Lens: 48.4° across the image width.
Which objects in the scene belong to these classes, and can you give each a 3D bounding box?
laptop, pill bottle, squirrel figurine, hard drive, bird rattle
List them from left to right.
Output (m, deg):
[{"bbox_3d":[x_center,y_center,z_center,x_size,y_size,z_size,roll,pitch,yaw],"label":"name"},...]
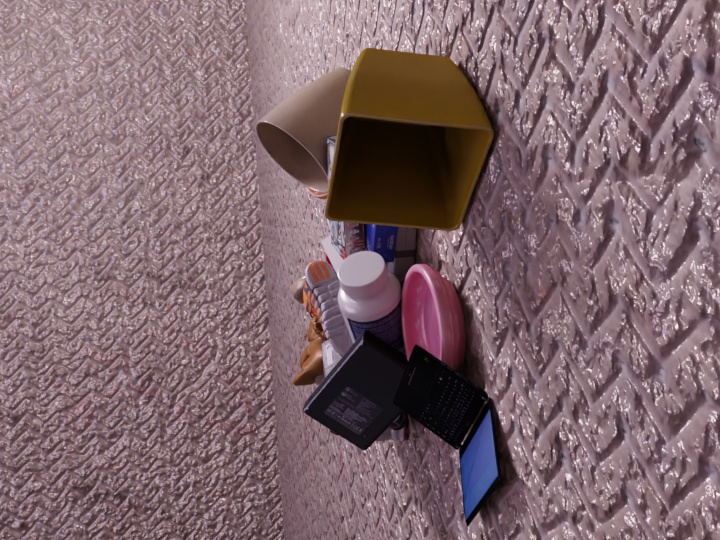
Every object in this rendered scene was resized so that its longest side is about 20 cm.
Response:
[{"bbox_3d":[-0.078,0.026,1.819,0.114,0.161,0.200,64,172,8],"label":"bird rattle"},{"bbox_3d":[-0.079,0.175,1.963,0.201,0.139,0.189,122,154,-45],"label":"squirrel figurine"},{"bbox_3d":[0.009,0.208,1.366,0.201,0.139,0.033,-51,10,31],"label":"hard drive"},{"bbox_3d":[0.024,0.067,1.366,0.112,0.109,0.202,-111,2,-48],"label":"pill bottle"},{"bbox_3d":[0.118,0.238,1.153,0.199,0.103,0.178,34,144,14],"label":"laptop"}]

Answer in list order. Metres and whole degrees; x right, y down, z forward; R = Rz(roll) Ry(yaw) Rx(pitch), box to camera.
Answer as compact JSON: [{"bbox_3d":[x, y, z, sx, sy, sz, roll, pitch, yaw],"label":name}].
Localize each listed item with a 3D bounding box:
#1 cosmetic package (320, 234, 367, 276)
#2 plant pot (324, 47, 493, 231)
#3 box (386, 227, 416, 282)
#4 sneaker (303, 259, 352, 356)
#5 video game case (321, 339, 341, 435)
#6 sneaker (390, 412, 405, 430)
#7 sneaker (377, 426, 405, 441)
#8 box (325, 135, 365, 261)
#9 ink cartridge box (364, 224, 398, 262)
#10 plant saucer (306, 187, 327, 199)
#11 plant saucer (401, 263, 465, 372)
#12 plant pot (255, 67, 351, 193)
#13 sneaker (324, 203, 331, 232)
[{"bbox_3d":[0.000,0.000,1.530,0.108,0.084,0.201,54,-176,-31],"label":"cosmetic package"},{"bbox_3d":[0.057,-0.194,1.118,0.201,0.196,0.179,104,168,-52],"label":"plant pot"},{"bbox_3d":[0.059,-0.104,1.422,0.156,0.040,0.203,-120,28,-60],"label":"box"},{"bbox_3d":[-0.054,0.086,1.545,0.112,0.076,0.203,110,142,-64],"label":"sneaker"},{"bbox_3d":[0.007,0.179,1.484,0.180,0.025,0.202,-33,43,24],"label":"video game case"},{"bbox_3d":[0.047,0.215,1.518,0.087,0.079,0.202,60,-158,-46],"label":"sneaker"},{"bbox_3d":[0.025,0.267,1.589,0.200,0.087,0.083,-125,33,-65],"label":"sneaker"},{"bbox_3d":[-0.027,-0.128,1.417,0.137,0.039,0.204,-130,36,-69],"label":"box"},{"bbox_3d":[0.020,-0.115,1.406,0.095,0.043,0.202,96,163,-44],"label":"ink cartridge box"},{"bbox_3d":[-0.044,-0.241,1.649,0.199,0.032,0.203,-30,50,41],"label":"plant saucer"},{"bbox_3d":[0.114,0.090,1.242,0.200,0.050,0.205,174,90,-76],"label":"plant saucer"},{"bbox_3d":[-0.071,-0.289,1.547,0.186,0.201,0.188,35,165,11],"label":"plant pot"},{"bbox_3d":[-0.028,-0.147,1.693,0.115,0.074,0.204,-176,76,-71],"label":"sneaker"}]
